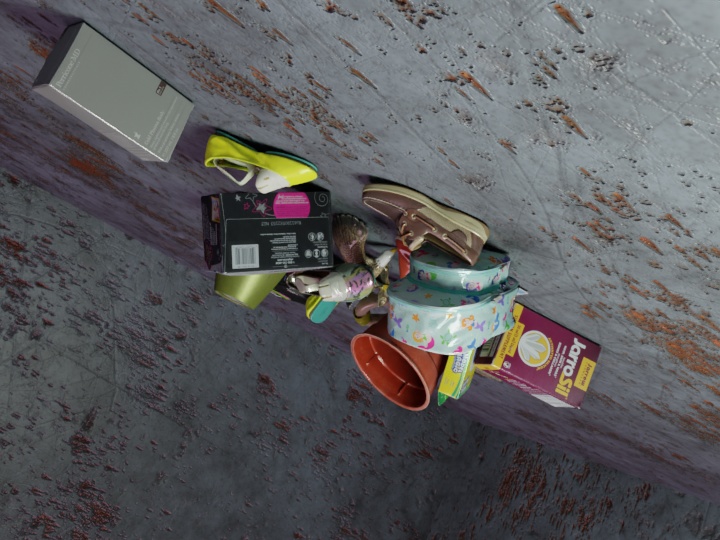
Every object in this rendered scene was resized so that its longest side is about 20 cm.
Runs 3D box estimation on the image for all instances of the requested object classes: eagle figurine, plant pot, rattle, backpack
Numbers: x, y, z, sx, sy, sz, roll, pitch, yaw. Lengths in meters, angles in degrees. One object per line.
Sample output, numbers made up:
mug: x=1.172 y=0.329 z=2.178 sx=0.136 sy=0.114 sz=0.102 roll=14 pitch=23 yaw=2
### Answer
eagle figurine: x=0.005 y=-0.006 z=1.403 sx=0.151 sy=0.153 sz=0.199 roll=29 pitch=-176 yaw=32
plant pot: x=0.115 y=0.144 z=1.534 sx=0.199 sy=0.195 sz=0.202 roll=32 pitch=148 yaw=23
plant pot: x=-0.224 y=-0.029 z=1.564 sx=0.184 sy=0.203 sz=0.187 roll=23 pitch=168 yaw=5
rattle: x=0.074 y=0.043 z=1.711 sx=0.130 sy=0.144 sz=0.199 roll=36 pitch=129 yaw=-28
backpack: x=0.136 y=0.043 z=1.145 sx=0.176 sy=0.153 sz=0.199 roll=16 pitch=-150 yaw=36

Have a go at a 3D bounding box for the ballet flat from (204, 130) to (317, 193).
ballet flat: x=-0.164 y=-0.162 z=1.187 sx=0.197 sy=0.068 sz=0.067 roll=21 pitch=168 yaw=16

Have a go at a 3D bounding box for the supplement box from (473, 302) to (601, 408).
supplement box: x=0.338 y=0.165 z=1.431 sx=0.197 sy=0.133 sz=0.103 roll=26 pitch=168 yaw=-9

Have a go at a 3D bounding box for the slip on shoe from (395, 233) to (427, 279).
slip on shoe: x=0.099 y=-0.001 z=1.334 sx=0.073 sy=0.062 sz=0.201 roll=22 pitch=156 yaw=24

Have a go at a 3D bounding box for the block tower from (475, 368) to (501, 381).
block tower: x=0.298 y=0.233 z=2.013 sx=0.198 sy=0.055 sz=0.058 roll=28 pitch=169 yaw=-13

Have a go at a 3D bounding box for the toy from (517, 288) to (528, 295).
toy: x=0.205 y=0.040 z=1.361 sx=0.114 sy=0.048 sz=0.200 roll=27 pitch=169 yaw=-14

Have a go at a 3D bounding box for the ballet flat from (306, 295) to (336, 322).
ballet flat: x=-0.050 y=0.028 z=1.602 sx=0.066 sy=0.200 sz=0.068 roll=28 pitch=-151 yaw=-36

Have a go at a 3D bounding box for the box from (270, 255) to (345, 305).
box: x=-0.159 y=-0.003 z=1.737 sx=0.198 sy=0.126 sz=0.148 roll=13 pitch=165 yaw=42

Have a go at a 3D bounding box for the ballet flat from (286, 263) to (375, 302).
ballet flat: x=-0.060 y=0.024 z=1.295 sx=0.070 sy=0.070 sz=0.198 roll=-18 pitch=-166 yaw=-39

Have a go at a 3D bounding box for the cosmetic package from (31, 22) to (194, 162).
cosmetic package: x=-0.357 y=-0.254 z=1.085 sx=0.089 sy=0.108 sz=0.199 roll=13 pitch=165 yaw=46

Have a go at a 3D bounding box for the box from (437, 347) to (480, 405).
box: x=0.205 y=0.166 z=1.465 sx=0.048 sy=0.203 sz=0.117 roll=21 pitch=-169 yaw=18

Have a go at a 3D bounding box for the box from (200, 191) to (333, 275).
box: x=-0.158 y=-0.064 z=1.256 sx=0.197 sy=0.135 sz=0.114 roll=-4 pitch=-176 yaw=-28

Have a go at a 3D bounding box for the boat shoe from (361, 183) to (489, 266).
boat shoe: x=0.085 y=-0.064 z=1.084 sx=0.197 sy=0.073 sz=0.072 roll=24 pitch=169 yaw=6
